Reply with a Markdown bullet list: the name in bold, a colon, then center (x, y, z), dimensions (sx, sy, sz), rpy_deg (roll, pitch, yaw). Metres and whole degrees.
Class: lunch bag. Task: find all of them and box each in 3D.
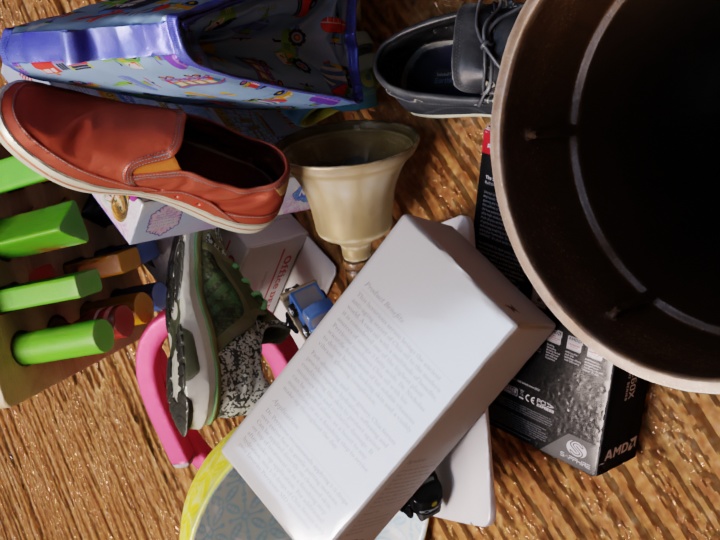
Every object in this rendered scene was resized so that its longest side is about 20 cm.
- **lunch bag**: center (-0.115, -0.142, 0.697), dimensions (0.150, 0.200, 0.094), rpy_deg (6, 106, 33)

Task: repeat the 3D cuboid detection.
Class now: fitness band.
- **fitness band**: center (-0.109, 0.109, 0.916), dimensions (0.143, 0.037, 0.200), rpy_deg (-7, 117, 21)

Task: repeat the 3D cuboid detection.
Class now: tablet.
- **tablet**: center (0.056, 0.070, 0.757), dimensions (0.130, 0.014, 0.201), rpy_deg (159, 108, -70)

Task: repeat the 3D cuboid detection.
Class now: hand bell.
- **hand bell**: center (0.000, 0.000, 0.808), dimensions (0.104, 0.104, 0.201), rpy_deg (18, 124, 42)

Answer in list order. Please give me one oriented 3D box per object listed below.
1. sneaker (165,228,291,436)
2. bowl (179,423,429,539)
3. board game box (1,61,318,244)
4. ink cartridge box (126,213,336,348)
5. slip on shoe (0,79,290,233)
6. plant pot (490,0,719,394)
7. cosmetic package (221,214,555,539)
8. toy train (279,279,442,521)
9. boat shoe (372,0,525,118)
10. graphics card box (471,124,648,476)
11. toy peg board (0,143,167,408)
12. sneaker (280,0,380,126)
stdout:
- **sneaker**: center (-0.098, 0.034, 0.824), dimensions (0.077, 0.088, 0.200), rpy_deg (120, 151, -49)
- **bowl**: center (-0.056, 0.180, 0.847), dimensions (0.108, 0.200, 0.201), rpy_deg (34, 124, 57)
- **board game box**: center (-0.136, -0.114, 0.836), dimensions (0.200, 0.199, 0.041), rpy_deg (49, 132, 27)
- **ink cartridge box**: center (-0.119, -0.019, 0.936), dimensions (0.200, 0.067, 0.116), rpy_deg (46, 129, 28)
- **slip on shoe**: center (-0.135, -0.081, 0.705), dimensions (0.061, 0.200, 0.074), rpy_deg (-47, 34, 46)
- **plant pot**: center (0.198, -0.063, 0.502), dimensions (0.200, 0.198, 0.201), rpy_deg (12, 107, 44)
- **cosmetic package**: center (0.015, 0.075, 0.687), dimensions (0.101, 0.071, 0.200), rpy_deg (46, 108, 24)
- **toy train**: center (-0.002, 0.083, 0.764), dimensions (0.200, 0.034, 0.046), rpy_deg (56, 161, 26)
- **boat shoe**: center (0.087, -0.134, 0.691), dimensions (0.200, 0.062, 0.075), rpy_deg (2, 79, 46)
- **graphics card box**: center (0.128, 0.015, 0.701), dimensions (0.125, 0.051, 0.201), rpy_deg (21, 114, 42)
- **toy peg board**: center (-0.221, -0.021, 0.871), dimensions (0.098, 0.199, 0.201), rpy_deg (-10, 100, 26)
- **sneaker**: center (-0.013, -0.191, 0.787), dimensions (0.131, 0.079, 0.200), rpy_deg (45, 123, 15)
